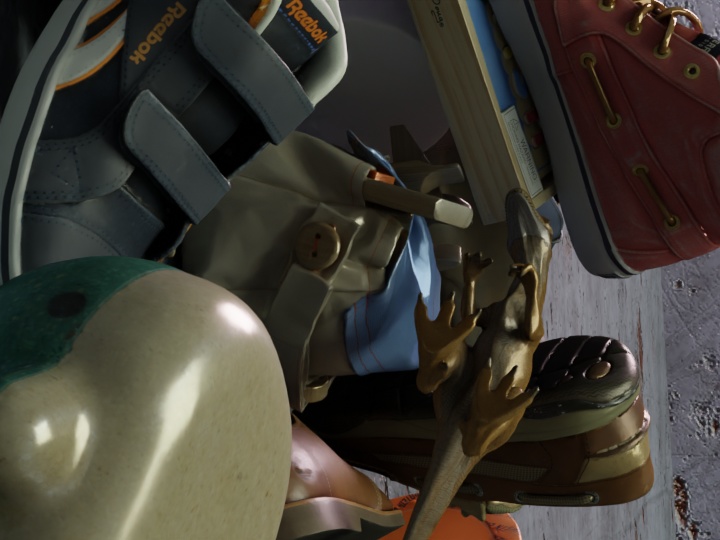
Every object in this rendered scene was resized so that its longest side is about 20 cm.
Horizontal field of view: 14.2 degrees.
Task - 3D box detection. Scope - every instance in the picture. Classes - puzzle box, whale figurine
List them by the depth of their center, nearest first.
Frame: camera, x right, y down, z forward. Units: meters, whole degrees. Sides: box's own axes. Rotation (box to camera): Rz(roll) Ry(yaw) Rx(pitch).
[{"bbox_3d":[-0.103,0.083,0.853,0.200,0.104,0.159,-56,151,-29],"label":"whale figurine"},{"bbox_3d":[0.059,-0.132,1.279,0.133,0.025,0.200,-37,110,-59],"label":"puzzle box"}]

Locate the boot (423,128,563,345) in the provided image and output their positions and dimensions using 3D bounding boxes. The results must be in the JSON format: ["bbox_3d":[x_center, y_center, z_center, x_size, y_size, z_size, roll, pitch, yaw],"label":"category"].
[{"bbox_3d":[0.072,-0.004,1.401,0.200,0.097,0.075,48,28,-43],"label":"boot"}]

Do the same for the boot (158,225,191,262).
[{"bbox_3d":[-0.067,-0.111,1.081,0.188,0.068,0.200,-73,159,-60],"label":"boot"}]

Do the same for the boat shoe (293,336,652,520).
[{"bbox_3d":[0.050,0.078,1.306,0.076,0.200,0.074,-36,111,-36],"label":"boat shoe"}]

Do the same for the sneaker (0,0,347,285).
[{"bbox_3d":[-0.058,-0.066,0.961,0.200,0.079,0.078,-68,153,-13],"label":"sneaker"}]

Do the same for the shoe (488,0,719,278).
[{"bbox_3d":[0.118,-0.099,1.249,0.071,0.091,0.201,-32,106,-60],"label":"shoe"}]

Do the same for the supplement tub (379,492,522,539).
[{"bbox_3d":[0.044,0.218,1.449,0.123,0.122,0.200,-74,159,-58],"label":"supplement tub"}]

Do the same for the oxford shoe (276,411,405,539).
[{"bbox_3d":[-0.027,0.094,1.265,0.200,0.071,0.071,55,13,-78],"label":"oxford shoe"}]

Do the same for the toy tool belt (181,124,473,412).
[{"bbox_3d":[0.000,0.000,1.260,0.200,0.123,0.125,52,38,-72],"label":"toy tool belt"}]

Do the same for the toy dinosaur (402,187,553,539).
[{"bbox_3d":[0.045,0.061,1.182,0.200,0.060,0.106,-64,165,-11],"label":"toy dinosaur"}]

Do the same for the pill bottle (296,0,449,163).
[{"bbox_3d":[0.007,-0.153,1.345,0.116,0.115,0.200,75,17,-48],"label":"pill bottle"}]
